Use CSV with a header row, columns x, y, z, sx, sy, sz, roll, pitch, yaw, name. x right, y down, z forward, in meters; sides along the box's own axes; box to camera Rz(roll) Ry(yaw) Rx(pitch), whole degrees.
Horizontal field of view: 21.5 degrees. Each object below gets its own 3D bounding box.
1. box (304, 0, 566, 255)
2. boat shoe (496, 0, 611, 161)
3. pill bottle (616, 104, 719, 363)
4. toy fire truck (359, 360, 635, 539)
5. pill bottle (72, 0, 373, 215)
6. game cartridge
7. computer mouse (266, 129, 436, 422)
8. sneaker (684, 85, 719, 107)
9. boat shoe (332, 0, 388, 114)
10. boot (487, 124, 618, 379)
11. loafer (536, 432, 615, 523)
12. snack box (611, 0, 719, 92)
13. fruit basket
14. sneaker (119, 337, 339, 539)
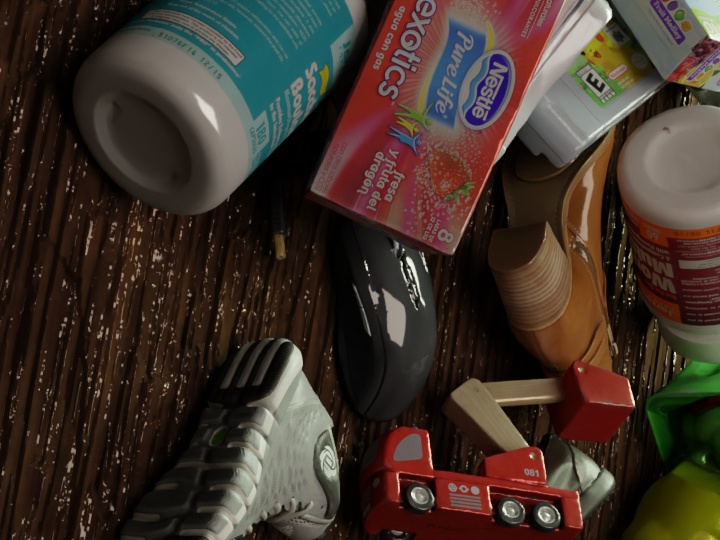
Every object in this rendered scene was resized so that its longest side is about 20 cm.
x,y,z,sx,sy,sz,roll,pitch,yaw,name
0.048,-0.117,1.140,0.094,0.103,0.201,24,88,-5,box
0.080,-0.116,1.247,0.067,0.074,0.200,40,77,-2,boat shoe
0.257,-0.022,1.428,0.110,0.109,0.200,-63,152,-29,pill bottle
0.092,0.121,1.277,0.199,0.049,0.142,11,50,-18,toy fire truck
-0.068,-0.130,1.108,0.200,0.110,0.111,-49,122,-37,pill bottle
0.148,-0.161,1.358,0.133,0.041,0.200,45,42,7,game cartridge
0.000,0.000,1.224,0.140,0.046,0.201,-1,89,-49,computer mouse
0.316,-0.116,1.519,0.085,0.077,0.201,33,34,-57,sneaker
0.036,-0.171,1.253,0.071,0.070,0.202,32,60,-41,boat shoe
0.160,-0.012,1.386,0.156,0.076,0.201,60,35,-38,boot
0.094,0.180,1.315,0.071,0.073,0.200,50,48,5,loafer
0.230,-0.222,1.411,0.142,0.053,0.201,3,51,-47,snack box
0.291,0.180,1.472,0.215,0.155,0.217,11,77,-59,fruit basket
-0.064,0.147,1.129,0.116,0.075,0.201,55,50,-34,sneaker
